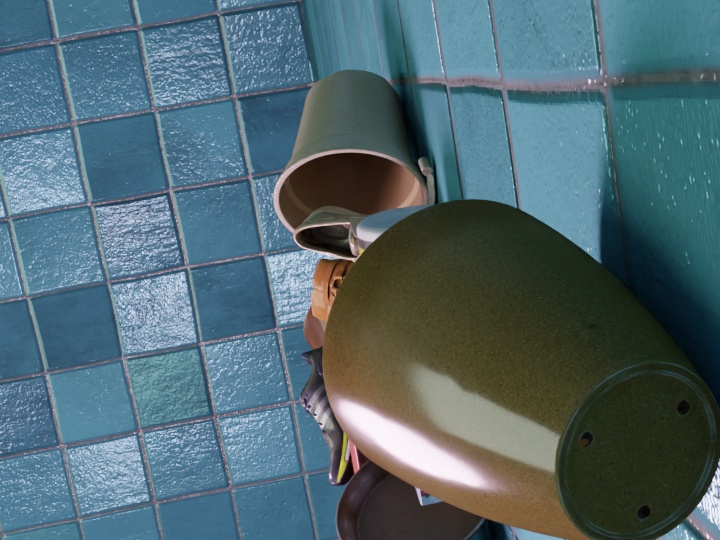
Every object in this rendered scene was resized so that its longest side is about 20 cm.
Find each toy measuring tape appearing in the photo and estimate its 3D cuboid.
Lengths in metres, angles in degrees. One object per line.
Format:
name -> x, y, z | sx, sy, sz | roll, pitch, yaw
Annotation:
toy measuring tape -> 0.062, -0.051, 1.343 | 0.074, 0.074, 0.200 | -105, 6, -48

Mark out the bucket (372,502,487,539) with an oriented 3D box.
bucket -> 0.079, 0.379, 1.337 | 0.207, 0.207, 0.135 | 88, 171, -62

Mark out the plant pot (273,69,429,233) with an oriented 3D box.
plant pot -> -0.012, -0.158, 1.419 | 0.201, 0.200, 0.184 | 85, -176, -53

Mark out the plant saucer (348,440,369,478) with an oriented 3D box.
plant saucer -> 0.051, 0.202, 1.402 | 0.037, 0.200, 0.200 | 12, 119, 41

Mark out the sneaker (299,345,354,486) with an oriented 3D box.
sneaker -> -0.040, 0.192, 1.440 | 0.074, 0.081, 0.200 | 66, -160, -64

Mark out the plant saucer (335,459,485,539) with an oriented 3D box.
plant saucer -> 0.069, 0.276, 1.256 | 0.200, 0.200, 0.035 | -107, -6, -58

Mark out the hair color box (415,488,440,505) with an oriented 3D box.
hair color box -> 0.097, 0.189, 1.261 | 0.200, 0.099, 0.061 | -110, 9, -67

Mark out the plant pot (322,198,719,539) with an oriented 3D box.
plant pot -> 0.097, 0.068, 0.589 | 0.200, 0.186, 0.187 | -147, 45, -67

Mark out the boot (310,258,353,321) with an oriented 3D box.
boot -> 0.000, 0.000, 1.534 | 0.155, 0.074, 0.200 | 20, 96, 44

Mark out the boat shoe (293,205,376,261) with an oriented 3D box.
boat shoe -> 0.011, -0.037, 1.311 | 0.065, 0.200, 0.072 | -36, -50, -51

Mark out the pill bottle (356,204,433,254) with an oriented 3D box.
pill bottle -> 0.066, 0.035, 1.204 | 0.114, 0.114, 0.200 | -116, 15, -75

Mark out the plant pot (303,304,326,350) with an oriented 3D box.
plant pot -> 0.032, 0.134, 1.619 | 0.187, 0.187, 0.200 | 84, 164, -45
